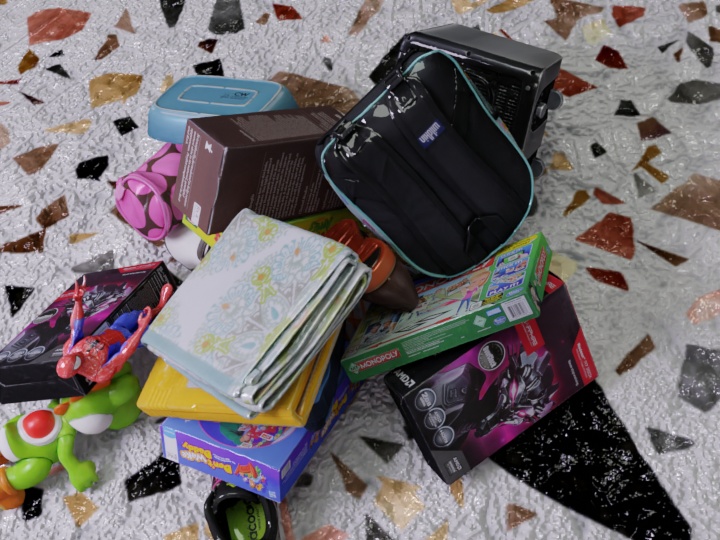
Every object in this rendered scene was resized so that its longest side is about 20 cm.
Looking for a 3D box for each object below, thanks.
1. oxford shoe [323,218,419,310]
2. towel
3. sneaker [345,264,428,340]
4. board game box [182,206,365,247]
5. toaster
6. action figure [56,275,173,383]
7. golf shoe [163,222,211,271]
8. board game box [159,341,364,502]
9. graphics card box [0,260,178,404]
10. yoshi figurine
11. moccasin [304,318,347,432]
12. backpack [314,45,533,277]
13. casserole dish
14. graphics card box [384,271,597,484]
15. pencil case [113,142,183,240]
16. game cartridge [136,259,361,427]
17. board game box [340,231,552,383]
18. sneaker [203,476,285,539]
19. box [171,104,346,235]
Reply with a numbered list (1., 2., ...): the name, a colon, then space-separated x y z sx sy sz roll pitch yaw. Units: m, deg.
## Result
1. oxford shoe: 0.000 0.000 1.002 0.071 0.072 0.200 -48 23 0
2. towel: -0.100 0.034 0.881 0.199 0.048 0.172 21 67 47
3. sneaker: 0.046 0.028 1.066 0.198 0.079 0.077 -6 28 13
4. board game box: -0.091 -0.066 1.091 0.101 0.048 0.199 37 35 30
5. toaster: 0.119 -0.173 1.093 0.199 0.182 0.119 22 29 23
6. action figure: -0.228 0.044 0.955 0.065 0.100 0.200 29 28 13
7. golf shoe: -0.153 -0.023 1.105 0.198 0.094 0.078 17 87 21
8. board game box: -0.093 0.133 0.986 0.133 0.045 0.200 16 37 19
9. graphics card box: -0.300 0.064 1.043 0.124 0.051 0.200 -8 28 27
10. yoshi figurine: -0.313 0.171 1.038 0.199 0.113 0.112 -34 17 5
11. moccasin: -0.054 0.081 0.967 0.080 0.069 0.201 -1 33 9
12. backpack: 0.070 -0.101 0.965 0.176 0.153 0.200 -44 99 3
13. casserole dish: -0.167 -0.194 1.147 0.198 0.039 0.121 10 42 21
14. graphics card box: 0.133 0.105 0.952 0.199 0.126 0.051 -32 30 -11
15. pencil case: -0.215 -0.126 1.164 0.094 0.091 0.200 43 45 -7
16. game cartridge: -0.108 0.061 0.917 0.199 0.032 0.177 -2 54 34
17. board game box: 0.085 0.035 0.934 0.199 0.029 0.135 -23 18 25
18. sneaker: -0.119 0.219 0.959 0.073 0.088 0.201 -16 57 0
19. box: -0.093 -0.110 1.015 0.199 0.101 0.075 -15 43 -45
